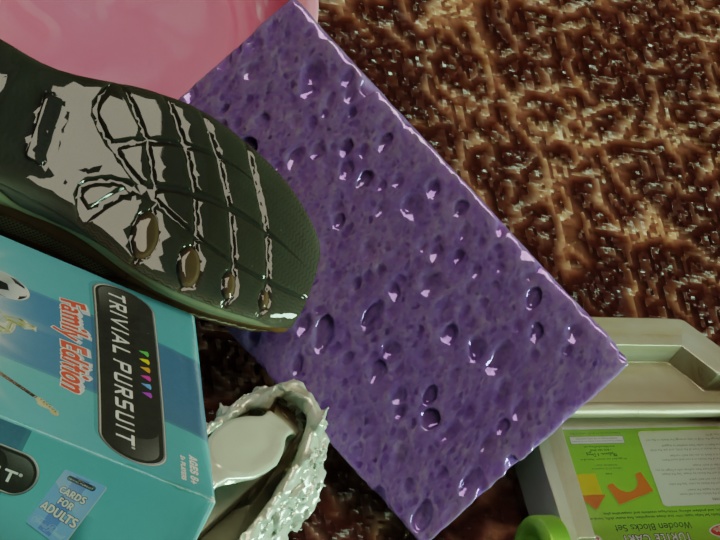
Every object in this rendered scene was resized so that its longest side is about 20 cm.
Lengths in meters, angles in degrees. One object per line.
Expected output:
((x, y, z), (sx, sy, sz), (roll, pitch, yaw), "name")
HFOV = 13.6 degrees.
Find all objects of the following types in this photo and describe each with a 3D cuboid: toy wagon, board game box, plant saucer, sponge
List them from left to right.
((-0.153, 0.028, 1.061), (0.199, 0.047, 0.151), (23, 20, -15), "board game box")
((-0.118, -0.126, 1.292), (0.200, 0.051, 0.201), (15, 51, -19), "plant saucer")
((0.000, 0.000, 1.208), (0.112, 0.030, 0.200), (-43, 89, 2), "sponge")
((0.131, 0.108, 1.253), (0.154, 0.040, 0.201), (1, 56, -27), "toy wagon")

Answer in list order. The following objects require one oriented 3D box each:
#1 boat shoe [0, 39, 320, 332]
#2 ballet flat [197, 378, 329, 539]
((-0.112, -0.034, 1.165), (0.199, 0.074, 0.076), (28, 62, -14), "boat shoe")
((-0.079, 0.100, 1.128), (0.072, 0.072, 0.200), (42, 48, 7), "ballet flat")
